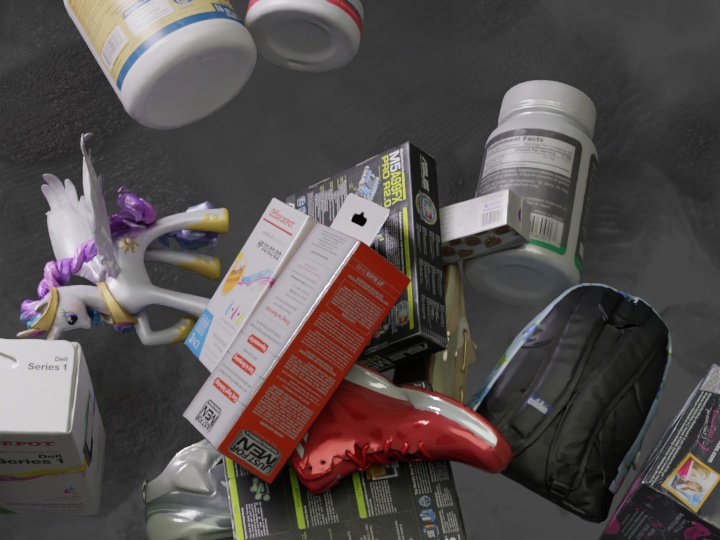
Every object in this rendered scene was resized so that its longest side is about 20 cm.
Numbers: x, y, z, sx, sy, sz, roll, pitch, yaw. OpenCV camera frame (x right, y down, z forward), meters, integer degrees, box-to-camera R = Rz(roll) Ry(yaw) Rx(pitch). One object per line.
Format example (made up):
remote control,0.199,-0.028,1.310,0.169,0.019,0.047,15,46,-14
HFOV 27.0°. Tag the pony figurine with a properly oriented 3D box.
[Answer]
pony figurine,-0.223,-0.015,1.397,0.200,0.167,0.193,-1,74,-21

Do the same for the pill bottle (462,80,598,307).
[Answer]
pill bottle,0.169,-0.076,1.453,0.113,0.113,0.200,12,63,3

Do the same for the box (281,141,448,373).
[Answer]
box,0.000,0.000,1.384,0.160,0.044,0.200,-23,56,32

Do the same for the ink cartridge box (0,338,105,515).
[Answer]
ink cartridge box,-0.301,0.137,1.275,0.145,0.200,0.084,1,61,-2

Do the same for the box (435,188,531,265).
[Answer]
box,0.066,-0.029,1.399,0.200,0.039,0.041,-16,54,36

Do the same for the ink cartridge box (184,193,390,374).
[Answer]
ink cartridge box,-0.067,0.008,1.332,0.068,0.115,0.200,32,89,-22

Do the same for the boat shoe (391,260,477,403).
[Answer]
boat shoe,0.072,0.076,1.405,0.065,0.072,0.200,27,57,-36

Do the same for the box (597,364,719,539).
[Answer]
box,0.296,0.191,1.279,0.115,0.200,0.132,32,67,11

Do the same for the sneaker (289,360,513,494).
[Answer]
sneaker,0.018,0.151,1.237,0.200,0.078,0.116,20,66,28

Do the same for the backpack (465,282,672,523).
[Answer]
backpack,0.194,0.107,1.359,0.163,0.154,0.200,27,86,11

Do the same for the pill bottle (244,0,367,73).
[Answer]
pill bottle,-0.046,-0.318,1.559,0.119,0.120,0.200,9,64,2

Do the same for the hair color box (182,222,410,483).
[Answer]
hair color box,-0.054,0.064,1.228,0.061,0.101,0.200,37,86,-24

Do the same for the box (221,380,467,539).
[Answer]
box,-0.014,0.201,1.266,0.193,0.048,0.200,-11,58,-3

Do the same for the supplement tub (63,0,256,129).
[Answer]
supplement tub,-0.209,-0.258,1.507,0.145,0.145,0.200,-27,68,-15

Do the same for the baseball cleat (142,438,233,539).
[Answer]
baseball cleat,-0.093,0.191,1.328,0.200,0.070,0.107,-8,73,-7
